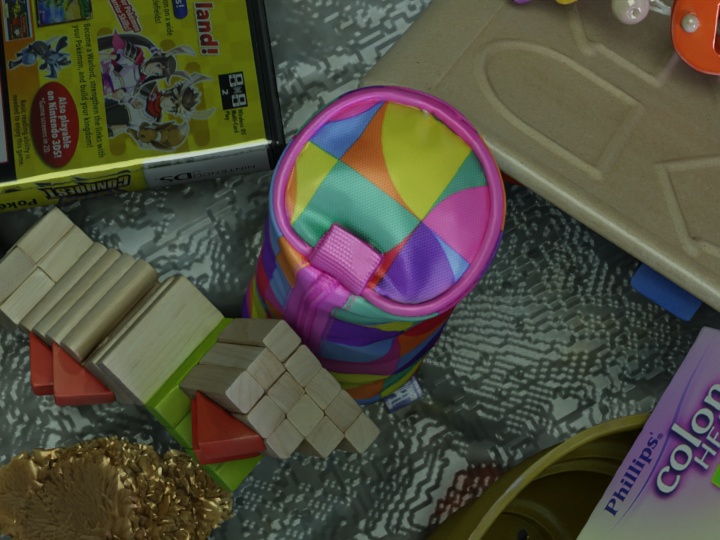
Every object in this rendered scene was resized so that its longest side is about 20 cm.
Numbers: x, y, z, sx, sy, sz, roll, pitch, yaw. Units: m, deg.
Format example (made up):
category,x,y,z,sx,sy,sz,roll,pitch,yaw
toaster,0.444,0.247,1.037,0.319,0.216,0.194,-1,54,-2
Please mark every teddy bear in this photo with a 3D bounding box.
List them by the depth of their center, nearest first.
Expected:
category,x,y,z,sx,sy,sz,roll,pitch,yaw
teddy bear,-0.095,0.166,0.827,0.144,0.067,0.201,-21,82,15

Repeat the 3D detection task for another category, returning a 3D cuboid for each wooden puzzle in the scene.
category,x,y,z,sx,sy,sz,roll,pitch,yaw
wooden puzzle,0.111,-0.052,0.822,0.199,0.185,0.046,29,126,7

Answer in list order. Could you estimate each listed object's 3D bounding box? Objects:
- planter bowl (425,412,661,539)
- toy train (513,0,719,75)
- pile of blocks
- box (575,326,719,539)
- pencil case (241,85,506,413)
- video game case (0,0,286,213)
category,x,y,z,sx,sy,sz,roll,pitch,yaw
planter bowl,0.070,0.143,0.796,0.199,0.083,0.202,-9,106,-36
toy train,0.127,-0.160,0.794,0.149,0.056,0.201,3,116,12
pile of blocks,-0.082,0.041,0.808,0.199,0.082,0.062,25,65,43
box,0.163,0.132,0.685,0.097,0.199,0.176,44,72,-36
pencil case,0.000,0.000,0.784,0.088,0.200,0.089,2,74,-5
video game case,-0.132,-0.120,0.862,0.179,0.026,0.201,-9,67,-1
